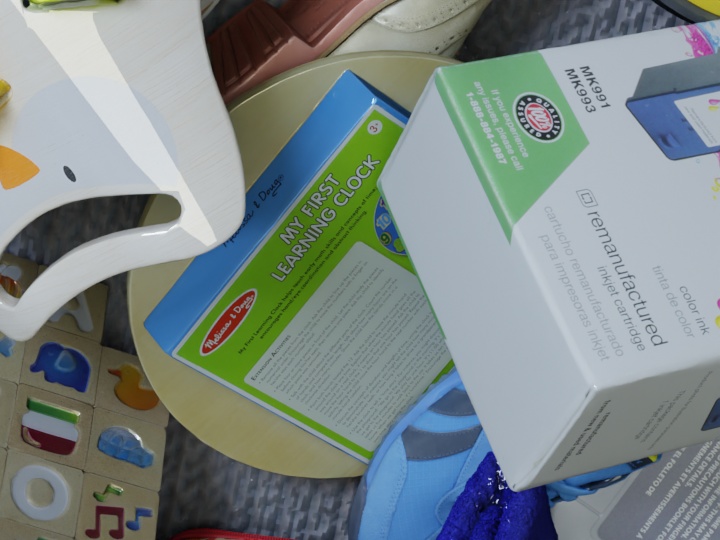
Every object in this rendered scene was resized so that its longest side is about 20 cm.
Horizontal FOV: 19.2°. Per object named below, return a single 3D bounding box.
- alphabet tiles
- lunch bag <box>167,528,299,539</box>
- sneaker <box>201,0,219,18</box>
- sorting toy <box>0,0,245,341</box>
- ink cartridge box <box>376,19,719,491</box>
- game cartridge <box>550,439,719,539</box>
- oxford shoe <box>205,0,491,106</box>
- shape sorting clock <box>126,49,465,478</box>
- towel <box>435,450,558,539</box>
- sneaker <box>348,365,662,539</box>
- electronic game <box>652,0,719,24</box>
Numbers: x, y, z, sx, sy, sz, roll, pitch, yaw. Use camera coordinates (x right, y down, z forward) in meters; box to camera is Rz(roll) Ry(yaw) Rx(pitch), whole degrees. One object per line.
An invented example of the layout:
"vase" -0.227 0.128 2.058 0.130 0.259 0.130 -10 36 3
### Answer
"alphabet tiles" -0.158 0.067 0.852 0.166 0.200 0.006 18 136 -18
"lunch bag" -0.049 0.216 0.922 0.176 0.082 0.201 4 101 20
"sneaker" -0.095 -0.109 0.865 0.076 0.092 0.200 26 99 -7
"sorting toy" -0.132 -0.070 0.790 0.200 0.107 0.180 -26 99 26
"ink cartridge box" 0.130 -0.015 0.823 0.199 0.088 0.146 -10 62 -25
"game cartridge" 0.173 0.080 0.941 0.133 0.041 0.200 35 98 -5
"oxford shoe" 0.016 -0.104 0.893 0.200 0.071 0.074 -32 122 6
"shape sorting clock" 0.000 0.000 0.895 0.199 0.039 0.200 -10 123 -16
"towel" 0.052 0.191 0.876 0.049 0.148 0.200 3 130 20
"sneaker" 0.073 0.073 0.899 0.200 0.079 0.066 -46 135 15
"electronic game" 0.175 -0.193 0.865 0.199 0.042 0.201 -4 103 -16
